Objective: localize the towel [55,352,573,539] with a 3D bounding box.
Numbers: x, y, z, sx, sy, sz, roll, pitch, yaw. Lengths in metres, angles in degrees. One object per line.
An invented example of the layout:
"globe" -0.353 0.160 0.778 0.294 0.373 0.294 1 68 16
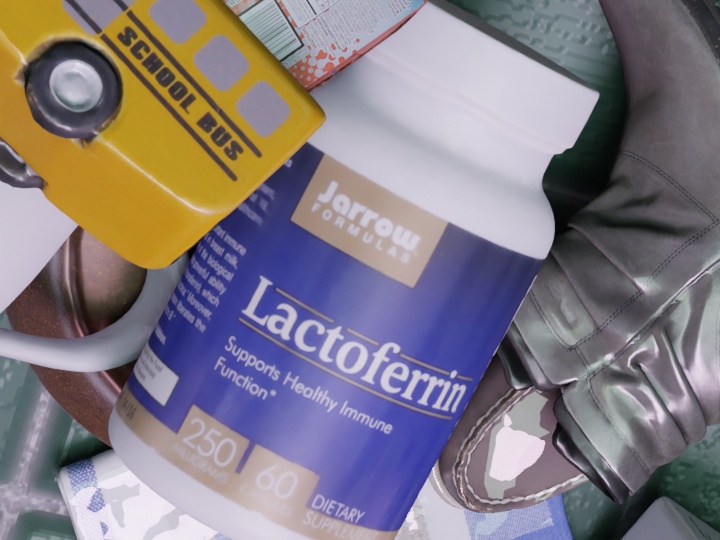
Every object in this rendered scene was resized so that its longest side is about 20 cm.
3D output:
"towel" -0.014 0.112 1.191 0.199 0.024 0.147 -20 111 -5

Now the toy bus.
"toy bus" -0.109 -0.092 0.922 0.200 0.065 0.078 47 63 -4

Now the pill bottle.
"pill bottle" 0.000 0.000 1.055 0.116 0.116 0.200 25 98 -19

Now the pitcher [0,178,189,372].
"pitcher" -0.144 -0.015 1.009 0.200 0.121 0.172 -28 124 -33

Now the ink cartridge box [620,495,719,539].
"ink cartridge box" 0.162 0.211 1.219 0.200 0.084 0.144 35 101 -27

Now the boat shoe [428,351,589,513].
"boat shoe" 0.117 0.037 1.156 0.200 0.060 0.072 -31 113 -6

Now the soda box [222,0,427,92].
"soda box" -0.061 -0.153 0.957 0.064 0.068 0.200 -35 105 -12

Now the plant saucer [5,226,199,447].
"plant saucer" -0.041 -0.009 1.122 0.200 0.034 0.201 -2 104 -9

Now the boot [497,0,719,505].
"boot" 0.098 -0.022 1.101 0.130 0.068 0.200 -25 86 -3
